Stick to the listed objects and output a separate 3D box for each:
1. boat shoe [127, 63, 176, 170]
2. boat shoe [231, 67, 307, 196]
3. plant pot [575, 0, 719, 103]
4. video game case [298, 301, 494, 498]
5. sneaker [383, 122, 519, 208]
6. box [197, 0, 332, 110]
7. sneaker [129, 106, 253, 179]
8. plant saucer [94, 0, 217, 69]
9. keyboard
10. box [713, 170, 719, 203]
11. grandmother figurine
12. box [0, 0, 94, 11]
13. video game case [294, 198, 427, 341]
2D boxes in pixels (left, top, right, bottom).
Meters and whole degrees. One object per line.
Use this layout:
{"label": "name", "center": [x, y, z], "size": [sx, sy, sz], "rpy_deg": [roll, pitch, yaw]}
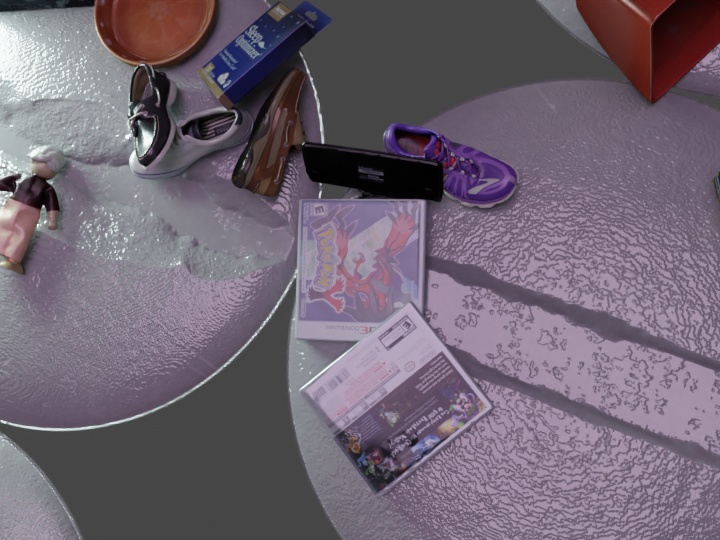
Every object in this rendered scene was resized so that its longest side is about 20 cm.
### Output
{"label": "boat shoe", "center": [-0.309, -0.228, 1.223], "size": [0.074, 0.060, 0.200], "rpy_deg": [-28, 44, 26]}
{"label": "boat shoe", "center": [-0.119, -0.197, 1.230], "size": [0.074, 0.076, 0.200], "rpy_deg": [27, 75, -18]}
{"label": "plant pot", "center": [0.391, -0.383, 1.109], "size": [0.200, 0.200, 0.176], "rpy_deg": [-42, 64, 1]}
{"label": "video game case", "center": [0.047, 0.173, 1.137], "size": [0.200, 0.023, 0.182], "rpy_deg": [-39, 80, 5]}
{"label": "sneaker", "center": [0.120, -0.148, 1.163], "size": [0.200, 0.083, 0.081], "rpy_deg": [21, 84, 13]}
{"label": "box", "center": [-0.144, -0.329, 1.241], "size": [0.200, 0.032, 0.121], "rpy_deg": [-40, 39, 0]}
{"label": "sneaker", "center": [-0.259, -0.198, 1.248], "size": [0.200, 0.071, 0.073], "rpy_deg": [-24, 76, 5]}
{"label": "plant saucer", "center": [-0.318, -0.409, 1.319], "size": [0.200, 0.032, 0.201], "rpy_deg": [-2, 79, 9]}
{"label": "keyboard", "center": [0.020, -0.141, 1.179], "size": [0.200, 0.104, 0.040], "rpy_deg": [11, 55, 12]}
{"label": "box", "center": [0.516, -0.041, 1.076], "size": [0.064, 0.070, 0.200], "rpy_deg": [-12, 78, 9]}
{"label": "grandmother figurine", "center": [-0.515, -0.103, 1.290], "size": [0.121, 0.061, 0.200], "rpy_deg": [26, 82, -14]}
{"label": "box", "center": [-0.541, -0.497, 1.291], "size": [0.200, 0.197, 0.118], "rpy_deg": [-1, 80, 10]}
{"label": "video game case", "center": [0.000, 0.000, 1.177], "size": [0.182, 0.023, 0.201], "rpy_deg": [1, 87, 11]}
